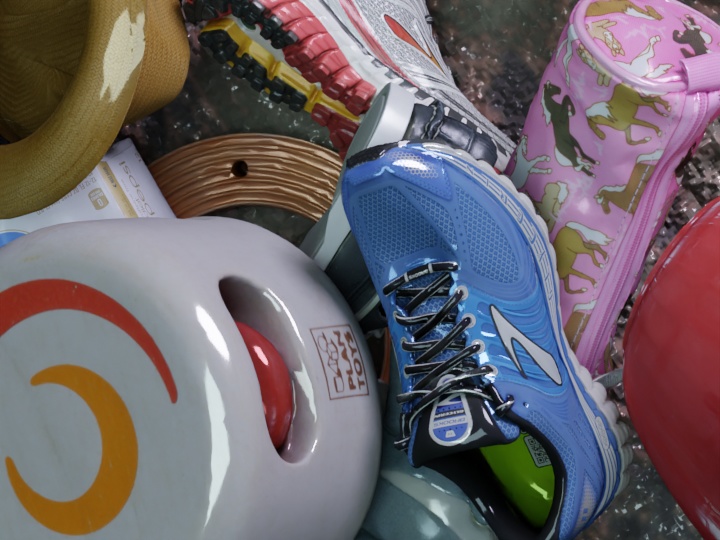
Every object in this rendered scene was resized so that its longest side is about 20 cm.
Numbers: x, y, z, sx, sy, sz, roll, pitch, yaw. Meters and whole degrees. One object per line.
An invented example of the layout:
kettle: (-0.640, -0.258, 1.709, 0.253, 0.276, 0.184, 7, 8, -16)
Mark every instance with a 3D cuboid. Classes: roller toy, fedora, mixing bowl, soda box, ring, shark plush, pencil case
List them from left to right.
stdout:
soda box: (-0.184, 0.014, 1.417, 0.200, 0.064, 0.068, -29, 95, 16)
fedora: (-0.140, -0.115, 1.362, 0.200, 0.082, 0.201, -8, 79, 47)
roller toy: (-0.087, 0.069, 1.279, 0.200, 0.140, 0.183, 30, 108, 28)
ring: (-0.049, 0.032, 1.427, 0.200, 0.019, 0.201, 2, 96, 14)
shark plush: (0.021, 0.127, 1.316, 0.083, 0.091, 0.200, -23, 72, -8)
pencil case: (0.102, -0.028, 1.293, 0.086, 0.083, 0.200, 25, 123, 11)
mixing bowl: (0.187, 0.032, 1.286, 0.108, 0.200, 0.201, 36, 104, 25)

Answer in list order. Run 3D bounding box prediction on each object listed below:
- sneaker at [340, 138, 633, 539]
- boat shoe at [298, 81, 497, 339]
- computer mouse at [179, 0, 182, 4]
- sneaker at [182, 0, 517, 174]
sneaker: (0.050, 0.036, 1.247, 0.078, 0.089, 0.200, -22, 106, 31)
boat shoe: (0.000, 0.000, 1.339, 0.060, 0.076, 0.200, 25, 138, -6)
computer mouse: (-0.141, -0.088, 1.431, 0.058, 0.034, 0.200, 28, 103, 10)
sneaker: (0.017, -0.096, 1.362, 0.200, 0.082, 0.078, 42, 150, -10)
